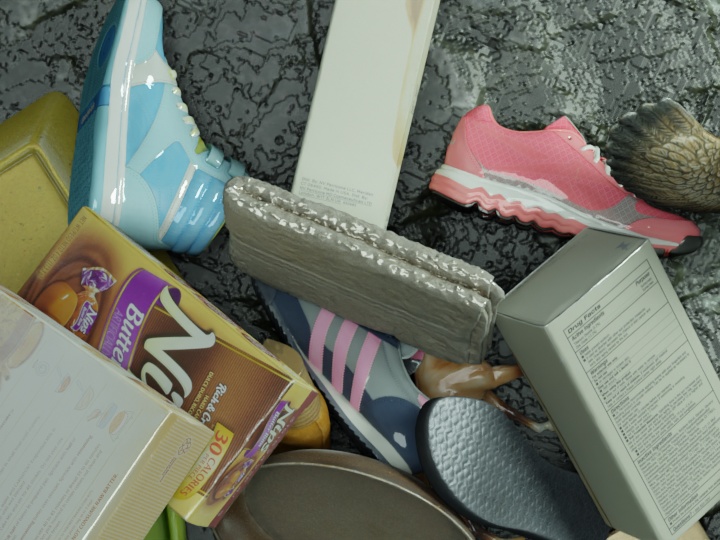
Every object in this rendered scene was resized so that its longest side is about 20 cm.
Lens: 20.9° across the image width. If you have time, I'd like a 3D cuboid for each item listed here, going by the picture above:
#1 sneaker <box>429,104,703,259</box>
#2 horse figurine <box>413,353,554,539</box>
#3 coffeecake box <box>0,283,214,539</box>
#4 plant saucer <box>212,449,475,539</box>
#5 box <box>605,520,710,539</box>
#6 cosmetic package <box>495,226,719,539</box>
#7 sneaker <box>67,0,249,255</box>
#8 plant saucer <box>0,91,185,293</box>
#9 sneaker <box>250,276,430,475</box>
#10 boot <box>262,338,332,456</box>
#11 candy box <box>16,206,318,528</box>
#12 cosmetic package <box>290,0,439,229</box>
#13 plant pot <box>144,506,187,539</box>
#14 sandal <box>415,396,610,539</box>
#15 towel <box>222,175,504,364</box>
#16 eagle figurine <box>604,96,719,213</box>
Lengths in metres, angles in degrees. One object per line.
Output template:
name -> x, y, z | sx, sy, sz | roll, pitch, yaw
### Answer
sneaker -> 0.154, -0.064, 1.394 | 0.200, 0.074, 0.087 | 16, 88, 1
horse figurine -> 0.074, 0.123, 1.414 | 0.132, 0.050, 0.200 | 20, 90, -3
coffeecake box -> -0.221, 0.108, 1.231 | 0.200, 0.073, 0.154 | 32, 86, 23
plant saucer -> -0.007, 0.183, 1.371 | 0.200, 0.200, 0.032 | 17, 52, 2
box -> 0.215, 0.288, 1.424 | 0.163, 0.021, 0.200 | -31, 90, 3
cosmetic package -> 0.184, 0.081, 1.346 | 0.104, 0.073, 0.200 | -38, 114, -19
sneaker -> -0.136, -0.101, 1.414 | 0.130, 0.080, 0.200 | 13, 74, -21
plant saucer -> -0.254, 0.000, 1.428 | 0.200, 0.048, 0.200 | -33, 89, 3
sneaker -> -0.001, 0.060, 1.394 | 0.082, 0.070, 0.200 | -35, 69, -7
boot -> -0.112, 0.082, 1.388 | 0.201, 0.144, 0.071 | 23, 59, 22
candy box -> -0.140, 0.063, 1.288 | 0.200, 0.056, 0.117 | 37, 91, 20
cosmetic package -> 0.004, -0.123, 1.385 | 0.071, 0.105, 0.200 | 13, 94, 1
plant pot -> -0.230, 0.223, 1.362 | 0.181, 0.200, 0.199 | -6, 91, 9
sandal -> 0.100, 0.151, 1.355 | 0.200, 0.043, 0.076 | 36, 62, -38
towel -> 0.000, 0.000, 1.318 | 0.200, 0.133, 0.035 | 23, 70, 8
eagle figurine -> 0.282, -0.068, 1.333 | 0.200, 0.152, 0.151 | -20, 73, -38
